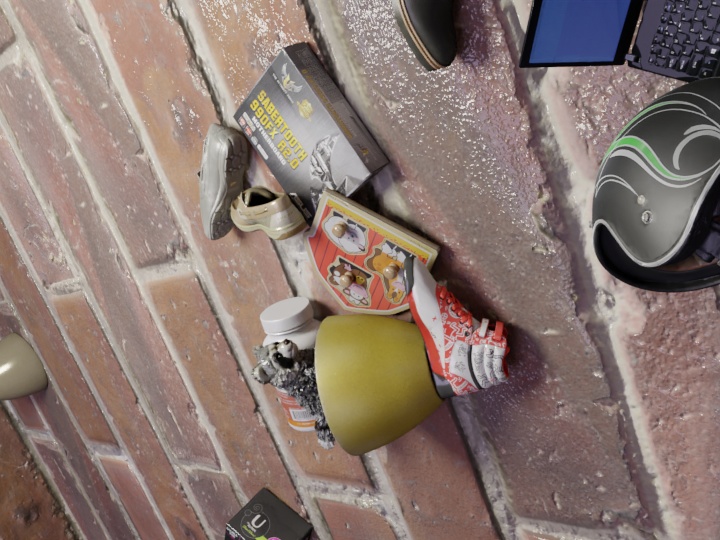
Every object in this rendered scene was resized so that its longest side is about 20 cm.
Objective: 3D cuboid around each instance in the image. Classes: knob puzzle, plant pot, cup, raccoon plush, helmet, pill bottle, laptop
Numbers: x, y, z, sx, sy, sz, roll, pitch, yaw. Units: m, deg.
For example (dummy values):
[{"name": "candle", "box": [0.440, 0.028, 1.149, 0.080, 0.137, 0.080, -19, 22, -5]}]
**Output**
[{"name": "knob puzzle", "box": [0.000, 0.000, 0.967, 0.218, 0.031, 0.221, 18, 136, 18]}, {"name": "plant pot", "box": [0.041, 0.147, 0.961, 0.141, 0.200, 0.202, -15, 106, 18]}, {"name": "cup", "box": [-1.064, 0.309, 2.043, 0.199, 0.143, 0.202, 21, 127, 30]}, {"name": "raccoon plush", "box": [-0.098, 0.192, 1.022, 0.097, 0.133, 0.202, -121, 32, -73]}, {"name": "helmet", "box": [0.298, -0.063, 0.584, 0.198, 0.191, 0.202, -2, 108, -6]}, {"name": "pill bottle", "box": [-0.094, 0.152, 1.117, 0.111, 0.112, 0.202, 1, 115, 41]}, {"name": "laptop", "box": [0.261, -0.241, 0.569, 0.199, 0.103, 0.179, 27, 131, 27]}]

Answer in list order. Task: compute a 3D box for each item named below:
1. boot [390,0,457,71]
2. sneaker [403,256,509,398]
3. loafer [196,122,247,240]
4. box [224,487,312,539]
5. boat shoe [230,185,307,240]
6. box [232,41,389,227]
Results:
[{"name": "boot", "box": [0.098, -0.318, 0.691, 0.137, 0.077, 0.202, -5, 113, 38]}, {"name": "sneaker", "box": [0.131, 0.065, 0.890, 0.107, 0.067, 0.203, -15, 102, 18]}, {"name": "loafer", "box": [-0.227, -0.140, 1.091, 0.070, 0.070, 0.201, 39, 129, 26]}, {"name": "box", "box": [-0.208, 0.609, 1.488, 0.148, 0.124, 0.201, 31, 131, 21]}, {"name": "boat shoe", "box": [-0.147, -0.097, 1.012, 0.200, 0.072, 0.065, 24, 143, 57]}, {"name": "box", "box": [-0.073, -0.182, 0.938, 0.201, 0.048, 0.158, 55, 138, -1]}]
